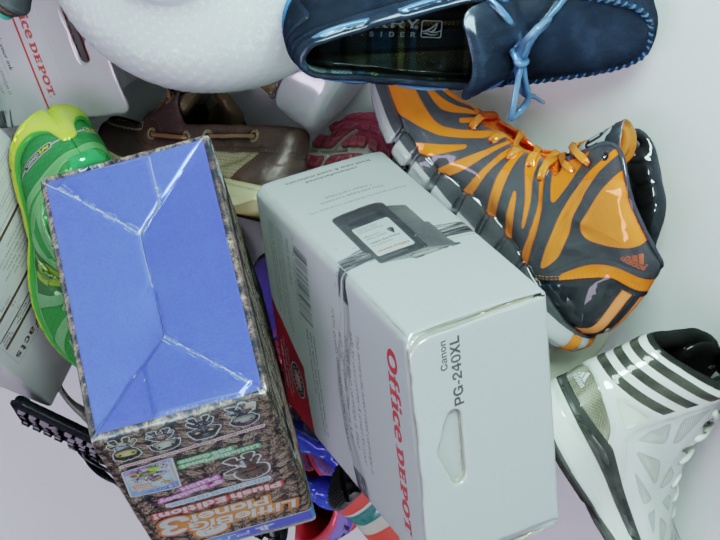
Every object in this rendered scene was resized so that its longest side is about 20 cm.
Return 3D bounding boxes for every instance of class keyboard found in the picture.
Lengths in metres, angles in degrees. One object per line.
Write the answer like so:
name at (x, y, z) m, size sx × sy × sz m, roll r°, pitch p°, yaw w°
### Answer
keyboard at (-0.142, 0.144, 1.445) m, size 0.199 × 0.040 × 0.104 m, roll 26°, pitch 172°, yaw 4°

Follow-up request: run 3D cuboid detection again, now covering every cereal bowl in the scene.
cereal bowl at (-0.092, -0.196, 1.197) m, size 0.198 × 0.083 × 0.202 m, roll 2°, pitch 96°, yaw 17°

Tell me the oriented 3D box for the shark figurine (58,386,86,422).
shark figurine at (-0.119, 0.077, 1.464) m, size 0.214 × 0.089 × 0.129 m, roll -42°, pitch 56°, yaw 37°

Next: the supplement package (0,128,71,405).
supplement package at (-0.262, -0.016, 1.413) m, size 0.121 × 0.120 × 0.200 m, roll 19°, pitch 164°, yaw 26°

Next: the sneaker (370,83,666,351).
sneaker at (0.099, -0.063, 1.215) m, size 0.200 × 0.077 × 0.112 m, roll 50°, pitch 119°, yaw 8°

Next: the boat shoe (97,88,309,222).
boat shoe at (-0.096, -0.080, 1.338) m, size 0.200 × 0.072 × 0.073 m, roll 21°, pitch 99°, yaw 53°

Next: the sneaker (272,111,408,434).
sneaker at (0.000, 0.000, 1.324) m, size 0.080 × 0.074 × 0.201 m, roll 26°, pitch 117°, yaw 41°

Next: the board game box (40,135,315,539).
board game box at (-0.100, 0.049, 1.228) m, size 0.200 × 0.096 × 0.160 m, roll 76°, pitch 179°, yaw -65°

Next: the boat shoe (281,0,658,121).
boat shoe at (0.059, -0.114, 1.148) m, size 0.198 × 0.069 × 0.085 m, roll -6°, pitch 124°, yaw 3°

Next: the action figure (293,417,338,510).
action figure at (0.008, 0.146, 1.353) m, size 0.199 × 0.099 × 0.066 m, roll 17°, pitch 110°, yaw -20°

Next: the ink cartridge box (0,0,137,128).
ink cartridge box at (-0.219, -0.156, 1.385) m, size 0.199 × 0.068 × 0.117 m, roll -1°, pitch 118°, yaw 38°

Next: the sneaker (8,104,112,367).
sneaker at (-0.168, -0.004, 1.352) m, size 0.084 × 0.074 × 0.201 m, roll 42°, pitch 152°, yaw 49°

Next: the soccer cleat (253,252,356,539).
soccer cleat at (-0.035, 0.085, 1.402) m, size 0.068 × 0.073 × 0.201 m, roll 4°, pitch 120°, yaw 35°

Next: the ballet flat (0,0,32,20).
ballet flat at (-0.220, -0.239, 1.290) m, size 0.201 × 0.073 × 0.073 m, roll 65°, pitch 144°, yaw 32°

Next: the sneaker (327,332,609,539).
sneaker at (0.080, 0.101, 1.292) m, size 0.199 × 0.070 × 0.093 m, roll -40°, pitch 109°, yaw 6°

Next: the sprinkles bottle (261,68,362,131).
sprinkles bottle at (-0.083, -0.167, 1.276) m, size 0.200 × 0.068 × 0.068 m, roll 39°, pitch 134°, yaw 10°

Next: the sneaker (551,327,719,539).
sneaker at (0.180, 0.108, 1.255) m, size 0.115 × 0.076 × 0.201 m, roll -28°, pitch 137°, yaw 6°

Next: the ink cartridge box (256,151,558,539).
ink cartridge box at (0.025, 0.045, 1.174) m, size 0.200 × 0.083 × 0.146 m, roll -136°, pitch 34°, yaw -54°
